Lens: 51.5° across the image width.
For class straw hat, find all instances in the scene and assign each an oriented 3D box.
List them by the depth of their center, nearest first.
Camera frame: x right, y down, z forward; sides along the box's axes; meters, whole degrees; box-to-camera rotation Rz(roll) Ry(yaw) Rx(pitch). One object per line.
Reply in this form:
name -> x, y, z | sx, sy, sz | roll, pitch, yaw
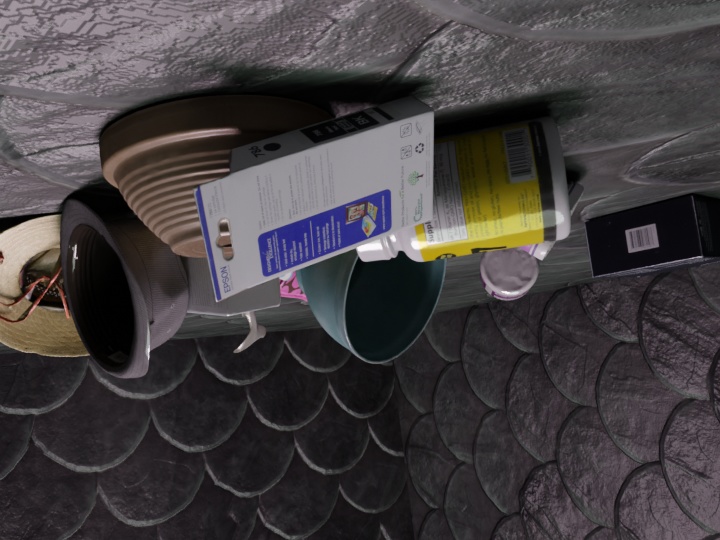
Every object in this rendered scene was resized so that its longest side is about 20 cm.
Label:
straw hat -> -0.350, 0.000, 0.879 | 0.197, 0.205, 0.085 | -5, -149, -17

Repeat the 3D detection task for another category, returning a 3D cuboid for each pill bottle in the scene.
pill bottle -> 0.091, -0.071, 0.705 | 0.196, 0.117, 0.114 | -9, 173, 12
pill bottle -> 0.290, 0.000, 1.465 | 0.110, 0.115, 0.200 | -8, 173, 8

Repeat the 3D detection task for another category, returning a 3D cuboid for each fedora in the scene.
fedora -> -0.243, 0.014, 0.795 | 0.176, 0.203, 0.089 | 30, -143, 35

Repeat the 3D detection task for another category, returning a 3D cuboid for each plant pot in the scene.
plant pot -> -0.111, -0.066, 0.623 | 0.196, 0.095, 0.201 | -8, 172, -1
plant pot -> 0.000, 0.000, 0.958 | 0.133, 0.204, 0.198 | 20, -168, 38

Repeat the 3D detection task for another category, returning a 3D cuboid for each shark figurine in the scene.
shark figurine -> -0.210, 0.019, 1.153 | 0.128, 0.213, 0.090 | -44, -166, 30

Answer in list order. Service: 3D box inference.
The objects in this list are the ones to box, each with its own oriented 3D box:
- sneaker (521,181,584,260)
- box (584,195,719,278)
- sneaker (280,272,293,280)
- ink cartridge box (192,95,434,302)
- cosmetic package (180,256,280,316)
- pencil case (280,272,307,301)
sneaker -> 0.213, -0.089, 0.942 | 0.113, 0.074, 0.200 | 29, -154, 16
box -> 0.533, -0.054, 1.326 | 0.198, 0.106, 0.180 | -14, 169, 43
sneaker -> -0.121, -0.037, 0.948 | 0.079, 0.078, 0.200 | 1, 165, -6
ink cartridge box -> -0.033, -0.058, 0.566 | 0.197, 0.101, 0.039 | -21, -140, -24
cosmetic package -> -0.175, -0.006, 0.845 | 0.073, 0.104, 0.198 | -8, -174, -38
pencil case -> -0.107, 0.003, 1.147 | 0.089, 0.096, 0.199 | -10, 173, 20
